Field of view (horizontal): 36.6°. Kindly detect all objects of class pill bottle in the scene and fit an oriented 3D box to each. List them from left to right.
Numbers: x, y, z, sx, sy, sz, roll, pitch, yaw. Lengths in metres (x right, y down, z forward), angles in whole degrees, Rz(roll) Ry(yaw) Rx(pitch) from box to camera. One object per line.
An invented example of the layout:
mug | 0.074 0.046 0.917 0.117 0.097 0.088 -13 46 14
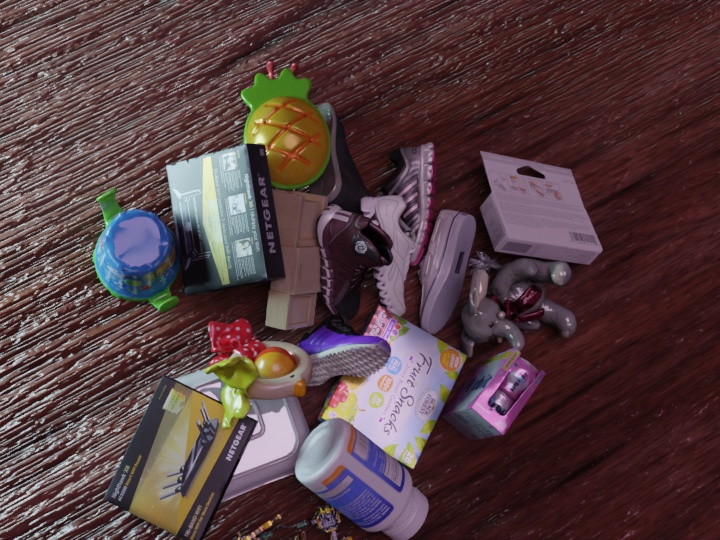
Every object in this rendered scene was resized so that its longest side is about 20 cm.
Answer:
pill bottle | 0.007 0.319 1.632 0.200 0.112 0.113 42 72 -24

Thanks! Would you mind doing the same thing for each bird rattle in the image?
bird rattle | -0.151 0.148 1.610 0.160 0.200 0.114 2 109 -1

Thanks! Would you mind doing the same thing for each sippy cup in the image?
sippy cup | -0.337 -0.031 1.648 0.176 0.130 0.141 25 75 -5

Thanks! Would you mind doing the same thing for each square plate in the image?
square plate | -0.182 0.235 1.676 0.196 0.028 0.202 -18 82 -15

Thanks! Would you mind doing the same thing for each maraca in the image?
maraca | -0.118 -0.221 1.701 0.135 0.107 0.203 -10 74 -10

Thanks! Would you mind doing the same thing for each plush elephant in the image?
plush elephant | 0.229 0.062 1.728 0.198 0.166 0.155 23 58 24

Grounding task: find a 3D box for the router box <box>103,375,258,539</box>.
router box | -0.264 0.280 1.614 0.156 0.052 0.202 24 83 4

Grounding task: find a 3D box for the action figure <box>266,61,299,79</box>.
action figure | -0.132 -0.240 1.776 0.064 0.052 0.203 4 80 -13

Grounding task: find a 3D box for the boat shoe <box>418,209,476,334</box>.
boat shoe | 0.126 -0.001 1.765 0.065 0.072 0.203 18 97 36

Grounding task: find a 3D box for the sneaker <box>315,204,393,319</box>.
sneaker | 0.000 0.000 1.661 0.114 0.202 0.076 11 40 28

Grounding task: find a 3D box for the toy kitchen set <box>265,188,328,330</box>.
toy kitchen set | -0.129 -0.028 1.722 0.178 0.163 0.203 11 98 29

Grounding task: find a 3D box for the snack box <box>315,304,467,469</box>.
snack box | 0.050 0.184 1.711 0.167 0.068 0.202 30 76 -4

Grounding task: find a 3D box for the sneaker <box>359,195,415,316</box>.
sneaker | 0.053 -0.022 1.720 0.080 0.075 0.203 -12 108 1

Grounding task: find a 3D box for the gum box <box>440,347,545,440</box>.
gum box | 0.201 0.191 1.669 0.066 0.200 0.114 38 76 -1

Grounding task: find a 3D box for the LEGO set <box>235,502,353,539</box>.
LEGO set | -0.091 0.430 1.606 0.197 0.116 0.156 -7 80 -13

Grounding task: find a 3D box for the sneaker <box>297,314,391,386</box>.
sneaker | -0.030 0.108 1.659 0.069 0.199 0.100 41 51 -33

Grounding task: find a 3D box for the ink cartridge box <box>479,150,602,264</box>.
ink cartridge box | 0.288 -0.102 1.801 0.198 0.045 0.178 8 51 -28

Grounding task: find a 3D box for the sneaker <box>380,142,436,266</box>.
sneaker | 0.074 -0.109 1.777 0.086 0.074 0.203 4 89 10

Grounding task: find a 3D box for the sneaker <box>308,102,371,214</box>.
sneaker | -0.039 -0.172 1.775 0.106 0.074 0.202 34 41 -45

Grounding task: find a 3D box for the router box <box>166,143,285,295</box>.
router box | -0.203 -0.074 1.629 0.155 0.052 0.203 -10 87 30
